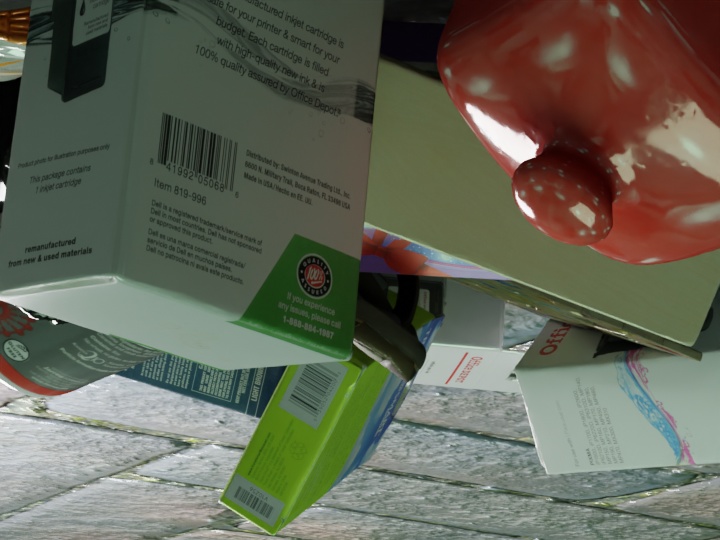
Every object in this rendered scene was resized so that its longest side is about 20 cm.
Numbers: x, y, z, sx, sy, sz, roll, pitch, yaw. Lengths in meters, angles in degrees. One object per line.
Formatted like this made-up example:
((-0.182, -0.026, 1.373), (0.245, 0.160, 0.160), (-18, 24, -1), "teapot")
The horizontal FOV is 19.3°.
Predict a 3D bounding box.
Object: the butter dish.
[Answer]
((0.113, -0.071, 0.868), (0.200, 0.148, 0.200), (47, 149, -13), "butter dish")

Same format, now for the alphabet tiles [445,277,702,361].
((0.085, 0.009, 1.283), (0.199, 0.008, 0.167), (22, 177, -33), "alphabet tiles")

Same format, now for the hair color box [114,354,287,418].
((-0.130, 0.031, 1.358), (0.198, 0.061, 0.100), (17, -166, 8), "hair color box")

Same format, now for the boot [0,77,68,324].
((-0.166, -0.034, 1.049), (0.210, 0.159, 0.079), (-23, 138, 23), "boot")

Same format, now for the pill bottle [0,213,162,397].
((-0.119, -0.013, 1.144), (0.199, 0.117, 0.115), (-23, 152, 33), "pill bottle")

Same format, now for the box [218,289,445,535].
((-0.013, 0.082, 1.322), (0.047, 0.123, 0.200), (30, -165, 10), "box")

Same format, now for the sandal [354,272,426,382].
((0.000, 0.000, 1.174), (0.081, 0.055, 0.200), (34, -174, -18), "sandal")

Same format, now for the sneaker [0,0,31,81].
((-0.202, -0.118, 1.004), (0.198, 0.076, 0.092), (3, 168, 4), "sneaker")

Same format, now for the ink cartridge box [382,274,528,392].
((0.033, 0.033, 1.468), (0.198, 0.067, 0.116), (6, 163, -6), "ink cartridge box")

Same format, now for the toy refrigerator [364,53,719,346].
((0.078, -0.037, 1.024), (0.198, 0.077, 0.070), (20, -173, -12), "toy refrigerator")

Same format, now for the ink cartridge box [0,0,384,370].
((-0.068, -0.072, 0.908), (0.083, 0.202, 0.146), (-7, 160, 41), "ink cartridge box")

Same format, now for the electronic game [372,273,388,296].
((-0.081, 0.000, 1.311), (0.198, 0.042, 0.200), (7, -170, -1), "electronic game")

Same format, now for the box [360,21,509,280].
((0.088, -0.058, 1.088), (0.198, 0.039, 0.138), (3, 129, 0), "box")

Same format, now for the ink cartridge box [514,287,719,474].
((0.219, 0.057, 1.369), (0.198, 0.086, 0.148), (-6, -157, 30), "ink cartridge box")
